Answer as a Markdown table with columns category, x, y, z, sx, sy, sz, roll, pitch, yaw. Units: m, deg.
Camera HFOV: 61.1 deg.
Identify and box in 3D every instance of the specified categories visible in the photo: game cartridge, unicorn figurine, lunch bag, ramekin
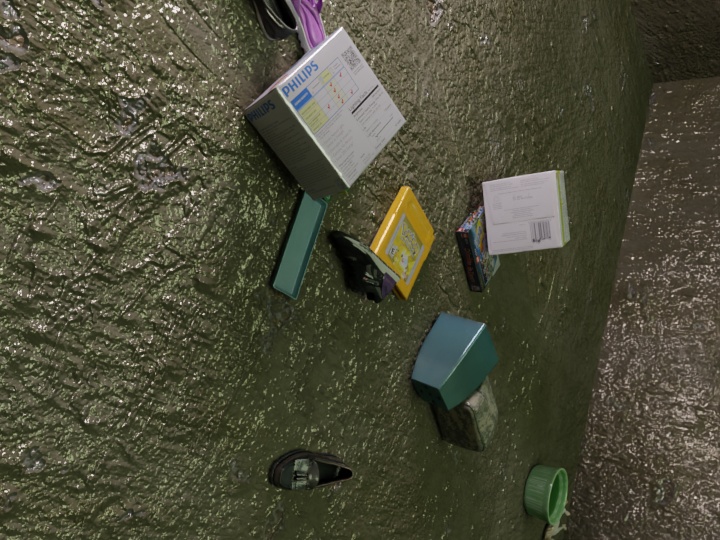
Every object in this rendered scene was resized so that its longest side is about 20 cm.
| category | x | y | z | sx | sy | sz | roll | pitch | yaw |
| --- | --- | --- | --- | --- | --- | --- | --- | --- | --- |
| game cartridge | 0.102 | -0.062 | 1.422 | 0.177 | 0.032 | 0.201 | 53 | 56 | -42 |
| unicorn figurine | 0.768 | 0.998 | 2.400 | 0.136 | 0.073 | 0.203 | 14 | 69 | -43 |
| lunch bag | 0.295 | 0.358 | 1.637 | 0.168 | 0.138 | 0.202 | -47 | 130 | -37 |
| ramekin | 0.672 | 0.807 | 2.218 | 0.199 | 0.097 | 0.203 | -9 | 101 | -52 |

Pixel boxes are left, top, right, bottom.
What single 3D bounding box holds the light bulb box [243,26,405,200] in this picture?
| category | x | y | z | sx | sy | sz | roll | pitch | yaw |
| --- | --- | --- | --- | --- | --- | --- | --- | --- | --- |
| light bulb box | -0.058 | -0.268 | 1.064 | 0.201 | 0.124 | 0.199 | 51 | 58 | -21 |

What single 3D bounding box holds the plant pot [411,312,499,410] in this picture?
| category | x | y | z | sx | sy | sz | roll | pitch | yaw |
| --- | --- | --- | --- | --- | --- | --- | --- | --- | --- |
| plant pot | 0.227 | 0.237 | 1.541 | 0.200 | 0.140 | 0.142 | -48 | 130 | -27 |

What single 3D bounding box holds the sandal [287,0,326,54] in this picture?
| category | x | y | z | sx | sy | sz | roll | pitch | yaw |
| --- | --- | --- | --- | --- | --- | --- | --- | --- | --- |
| sandal | -0.096 | -0.487 | 1.096 | 0.083 | 0.049 | 0.204 | -50 | 131 | -36 |

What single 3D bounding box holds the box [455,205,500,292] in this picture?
| category | x | y | z | sx | sy | sz | roll | pitch | yaw |
| --- | --- | --- | --- | --- | --- | --- | --- | --- | --- |
| box | 0.333 | -0.060 | 1.716 | 0.137 | 0.037 | 0.202 | -47 | 129 | -39 |

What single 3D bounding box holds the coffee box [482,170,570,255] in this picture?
| category | x | y | z | sx | sy | sz | roll | pitch | yaw |
| --- | --- | --- | --- | --- | --- | --- | --- | --- | --- |
| coffee box | 0.464 | -0.163 | 1.699 | 0.197 | 0.197 | 0.203 | -20 | 104 | -63 |

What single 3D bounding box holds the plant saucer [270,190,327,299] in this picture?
| category | x | y | z | sx | sy | sz | roll | pitch | yaw |
| --- | --- | --- | --- | --- | --- | --- | --- | --- | --- |
| plant saucer | -0.116 | -0.051 | 1.151 | 0.070 | 0.019 | 0.203 | 34 | 68 | -49 |

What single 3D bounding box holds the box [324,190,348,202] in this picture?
| category | x | y | z | sx | sy | sz | roll | pitch | yaw |
| --- | --- | --- | --- | --- | --- | --- | --- | --- | --- |
| box | -0.045 | -0.244 | 1.197 | 0.117 | 0.048 | 0.202 | 43 | 62 | -45 |

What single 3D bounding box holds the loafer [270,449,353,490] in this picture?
| category | x | y | z | sx | sy | sz | roll | pitch | yaw |
| --- | --- | --- | --- | --- | --- | --- | --- | --- | --- |
| loafer | -0.090 | 0.396 | 1.205 | 0.199 | 0.062 | 0.073 | 16 | 82 | -52 |

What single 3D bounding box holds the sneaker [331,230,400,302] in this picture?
| category | x | y | z | sx | sy | sz | roll | pitch | yaw |
| --- | --- | --- | --- | --- | --- | --- | --- | --- | --- |
| sneaker | 0.000 | 0.000 | 1.266 | 0.200 | 0.076 | 0.088 | 40 | 83 | -36 |

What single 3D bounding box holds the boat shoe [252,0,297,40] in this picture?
| category | x | y | z | sx | sy | sz | roll | pitch | yaw |
| --- | --- | --- | --- | --- | --- | --- | --- | --- | --- |
| boat shoe | -0.162 | -0.480 | 1.004 | 0.067 | 0.056 | 0.201 | -55 | 134 | -32 |
